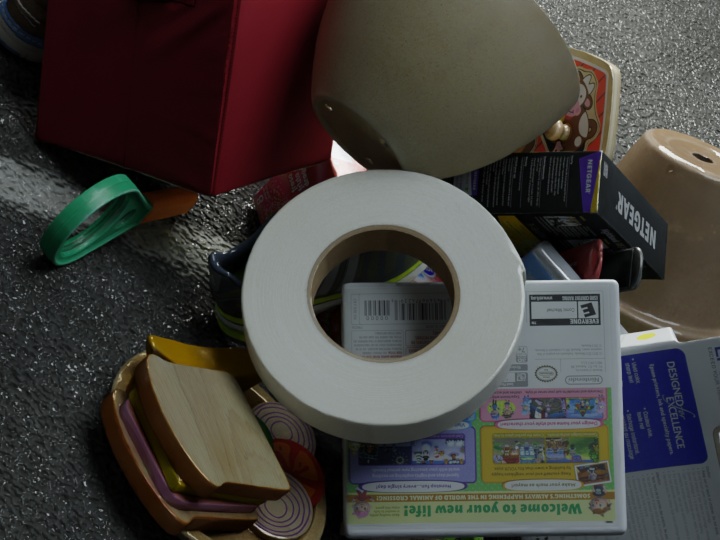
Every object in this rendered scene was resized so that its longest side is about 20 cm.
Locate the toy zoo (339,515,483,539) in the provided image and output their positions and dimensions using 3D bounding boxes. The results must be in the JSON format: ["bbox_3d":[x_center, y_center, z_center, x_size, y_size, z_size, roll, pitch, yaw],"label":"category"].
[{"bbox_3d":[0.051,0.108,1.653,0.131,0.020,0.200,16,77,-40],"label":"toy zoo"}]

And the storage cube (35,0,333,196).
[{"bbox_3d":[-0.124,-0.174,1.670,0.171,0.180,0.200,18,21,26],"label":"storage cube"}]

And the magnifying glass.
[{"bbox_3d":[-0.172,-0.042,1.630,0.022,0.080,0.200,47,20,8],"label":"magnifying glass"}]

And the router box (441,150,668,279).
[{"bbox_3d":[0.144,-0.041,1.759,0.200,0.157,0.052,36,58,-63],"label":"router box"}]

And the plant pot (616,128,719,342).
[{"bbox_3d":[0.272,-0.027,1.978,0.200,0.175,0.200,20,19,-7],"label":"plant pot"}]

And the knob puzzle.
[{"bbox_3d":[0.160,-0.117,1.981,0.030,0.220,0.220,14,43,-34],"label":"knob puzzle"}]

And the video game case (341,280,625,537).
[{"bbox_3d":[0.087,0.099,1.585,0.022,0.200,0.182,92,-2,-80],"label":"video game case"}]

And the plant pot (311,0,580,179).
[{"bbox_3d":[0.042,-0.142,1.622,0.200,0.200,0.134,43,75,-5],"label":"plant pot"}]

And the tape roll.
[{"bbox_3d":[0.017,0.023,1.554,0.203,0.037,0.203,0,64,0],"label":"tape roll"}]

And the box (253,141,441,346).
[{"bbox_3d":[0.000,0.000,1.751,0.100,0.095,0.200,16,42,-39],"label":"box"}]

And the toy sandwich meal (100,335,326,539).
[{"bbox_3d":[-0.092,0.117,1.529,0.205,0.070,0.205,31,34,-23],"label":"toy sandwich meal"}]

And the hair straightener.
[{"bbox_3d":[0.177,0.016,1.774,0.077,0.200,0.041,11,73,-19],"label":"hair straightener"}]

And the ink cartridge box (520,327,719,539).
[{"bbox_3d":[0.206,0.144,1.656,0.047,0.200,0.198,-55,133,-66],"label":"ink cartridge box"}]

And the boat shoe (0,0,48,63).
[{"bbox_3d":[-0.200,-0.202,1.772,0.200,0.072,0.072,-8,58,-54],"label":"boat shoe"}]

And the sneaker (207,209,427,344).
[{"bbox_3d":[-0.023,-0.016,1.638,0.074,0.200,0.081,60,-3,35],"label":"sneaker"}]

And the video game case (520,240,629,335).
[{"bbox_3d":[0.148,0.106,1.720,0.200,0.182,0.022,50,33,7],"label":"video game case"}]
